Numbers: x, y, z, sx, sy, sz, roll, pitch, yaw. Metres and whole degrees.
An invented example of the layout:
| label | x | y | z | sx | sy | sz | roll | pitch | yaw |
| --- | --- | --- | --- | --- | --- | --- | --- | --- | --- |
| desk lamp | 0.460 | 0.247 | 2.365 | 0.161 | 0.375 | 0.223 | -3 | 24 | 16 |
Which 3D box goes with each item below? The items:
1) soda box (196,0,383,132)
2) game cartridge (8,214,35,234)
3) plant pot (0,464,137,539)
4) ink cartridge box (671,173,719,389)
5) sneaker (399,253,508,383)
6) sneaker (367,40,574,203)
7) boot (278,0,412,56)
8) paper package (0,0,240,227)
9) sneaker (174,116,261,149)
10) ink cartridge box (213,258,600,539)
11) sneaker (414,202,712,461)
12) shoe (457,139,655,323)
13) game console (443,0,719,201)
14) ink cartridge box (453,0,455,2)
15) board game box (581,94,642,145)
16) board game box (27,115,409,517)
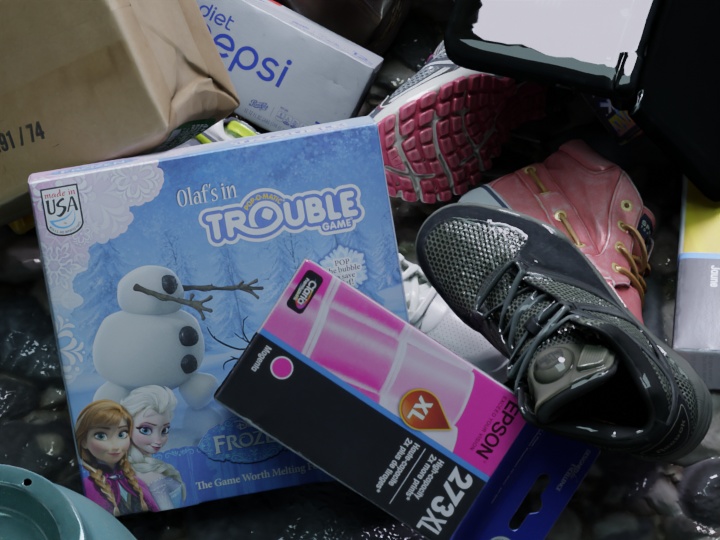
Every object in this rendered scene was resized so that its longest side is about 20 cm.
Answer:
| label | x | y | z | sx | sy | sz | roll | pitch | yaw |
| --- | --- | --- | --- | --- | --- | --- | --- | --- | --- |
| soda box | -0.089 | -0.146 | 1.754 | 0.200 | 0.068 | 0.063 | 27 | 12 | 1 |
| game cartridge | -0.206 | -0.132 | 1.827 | 0.176 | 0.032 | 0.200 | -33 | 58 | -21 |
| plant pot | -0.195 | 0.188 | 1.501 | 0.200 | 0.134 | 0.201 | -2 | 51 | 2 |
| ink cartridge box | 0.290 | -0.013 | 1.683 | 0.199 | 0.047 | 0.198 | 1 | 50 | 9 |
| sneaker | 0.000 | 0.000 | 1.650 | 0.200 | 0.116 | 0.074 | 18 | 52 | 17 |
| sneaker | 0.060 | -0.106 | 1.758 | 0.075 | 0.081 | 0.200 | 20 | 38 | 36 |
| boot | -0.010 | -0.247 | 1.838 | 0.064 | 0.187 | 0.200 | 8 | 30 | -46 |
| paper package | -0.203 | -0.134 | 1.658 | 0.200 | 0.191 | 0.103 | -23 | 3 | 26 |
| sneaker | -0.139 | -0.080 | 1.730 | 0.200 | 0.074 | 0.081 | 30 | 77 | 6 |
| ink cartridge box | 0.027 | 0.085 | 1.558 | 0.200 | 0.037 | 0.095 | 33 | 90 | -2 |
| sneaker | 0.100 | 0.029 | 1.546 | 0.199 | 0.114 | 0.076 | 45 | 102 | 19 |
| shoe | 0.145 | 0.000 | 1.663 | 0.091 | 0.072 | 0.200 | -31 | 50 | -11 |
| game console | 0.161 | -0.165 | 1.699 | 0.175 | 0.116 | 0.200 | 12 | 62 | 14 |
| ink cartridge box | 0.084 | -0.236 | 1.840 | 0.109 | 0.050 | 0.200 | -16 | 34 | -13 |
| board game box | 0.192 | -0.197 | 1.768 | 0.200 | 0.057 | 0.165 | -34 | 85 | -31 |
| board game box | -0.073 | 0.027 | 1.595 | 0.199 | 0.200 | 0.043 | -10 | 8 | -4 |
